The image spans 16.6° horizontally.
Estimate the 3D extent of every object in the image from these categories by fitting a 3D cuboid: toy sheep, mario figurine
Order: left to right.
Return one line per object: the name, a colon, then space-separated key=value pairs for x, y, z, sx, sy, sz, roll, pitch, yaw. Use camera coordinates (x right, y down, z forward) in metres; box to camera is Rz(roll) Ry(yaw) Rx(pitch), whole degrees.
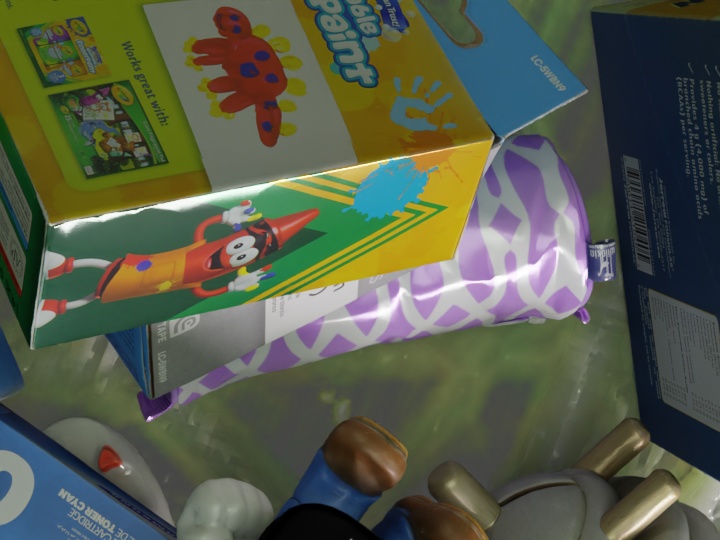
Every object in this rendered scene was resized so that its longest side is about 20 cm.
mario figurine: x=-0.031 y=0.155 z=0.927 sx=0.123 sy=0.106 sz=0.200 roll=34 pitch=71 yaw=17
toy sheep: x=0.100 y=0.143 z=1.040 sx=0.138 sy=0.138 sz=0.200 roll=-46 pitch=108 yaw=-3

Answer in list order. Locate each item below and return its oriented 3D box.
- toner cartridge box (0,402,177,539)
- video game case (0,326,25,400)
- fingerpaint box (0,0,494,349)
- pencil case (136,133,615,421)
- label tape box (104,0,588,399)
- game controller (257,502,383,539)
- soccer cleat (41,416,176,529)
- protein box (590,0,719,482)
toner cartridge box: x=-0.166 y=0.098 z=0.988 sx=0.200 sy=0.043 sz=0.095 roll=34 pitch=90 yaw=7
video game case: x=-0.252 y=-0.008 z=0.946 sx=0.181 sy=0.045 sz=0.200 roll=-24 pitch=90 yaw=9
fingerpaint box: x=-0.071 y=-0.082 z=0.895 sx=0.167 sy=0.200 sz=0.073 roll=-13 pitch=144 yaw=-23
pencil case: x=0.000 y=0.000 z=1.029 sx=0.200 sy=0.084 sz=0.086 roll=-10 pitch=122 yaw=-9
label tape box: x=-0.033 y=-0.056 z=0.976 sx=0.200 sy=0.063 sz=0.144 roll=-26 pitch=58 yaw=-19
game controller: x=0.020 y=0.170 z=0.909 sx=0.200 sy=0.042 sz=0.104 roll=40 pitch=67 yaw=-33
soccer cleat: x=-0.090 y=0.158 z=1.038 sx=0.069 sy=0.078 sz=0.200 roll=-24 pitch=81 yaw=4
protein box: x=0.196 y=-0.018 z=1.004 sx=0.135 sy=0.200 sz=0.199 roll=-10 pitch=99 yaw=-11
